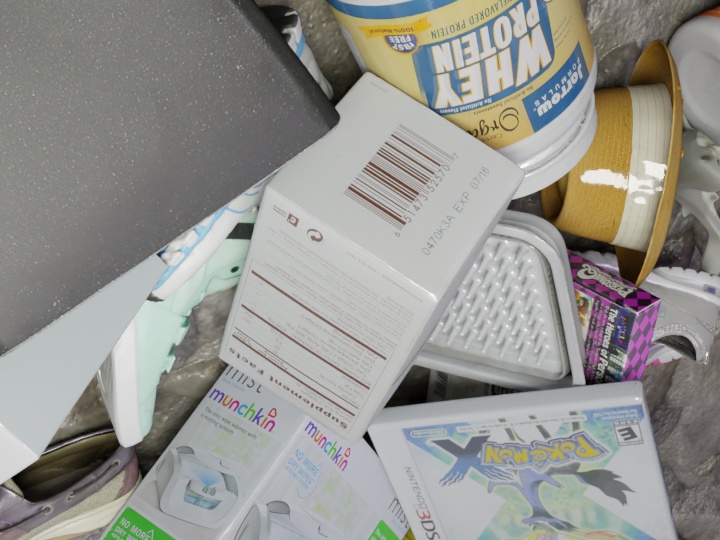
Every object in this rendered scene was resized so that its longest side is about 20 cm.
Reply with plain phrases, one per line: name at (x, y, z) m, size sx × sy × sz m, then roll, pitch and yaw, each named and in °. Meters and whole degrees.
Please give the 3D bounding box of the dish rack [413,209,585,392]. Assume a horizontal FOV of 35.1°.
dish rack at (0.067, 0.009, 0.814) m, size 0.044 × 0.200 × 0.172 m, roll -54°, pitch 141°, yaw -34°

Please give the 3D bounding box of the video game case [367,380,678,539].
video game case at (0.124, 0.162, 0.851) m, size 0.200 × 0.022 × 0.183 m, roll -9°, pitch 127°, yaw 18°

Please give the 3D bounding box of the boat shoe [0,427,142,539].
boat shoe at (-0.241, 0.158, 0.769) m, size 0.200 × 0.072 × 0.065 m, roll -16°, pitch 123°, yaw -30°

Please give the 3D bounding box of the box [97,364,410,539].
box at (-0.068, 0.190, 0.856) m, size 0.177 × 0.097 × 0.200 m, roll -53°, pitch 139°, yaw -17°

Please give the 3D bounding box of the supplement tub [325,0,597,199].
supplement tub at (0.066, -0.154, 0.714) m, size 0.145 × 0.145 × 0.200 m, roll -38°, pitch 134°, yaw -7°

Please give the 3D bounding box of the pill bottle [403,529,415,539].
pill bottle at (0.079, 0.278, 1.044) m, size 0.200 × 0.111 × 0.111 m, roll -14°, pitch 127°, yaw -27°

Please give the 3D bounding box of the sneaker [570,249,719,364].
sneaker at (0.208, 0.033, 0.943) m, size 0.200 × 0.075 × 0.082 m, roll 6°, pitch 76°, yaw -6°

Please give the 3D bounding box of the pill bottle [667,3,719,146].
pill bottle at (0.356, -0.187, 0.919) m, size 0.200 × 0.113 × 0.113 m, roll -29°, pitch 132°, yaw -16°

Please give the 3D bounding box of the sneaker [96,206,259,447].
sneaker at (-0.114, 0.028, 0.758) m, size 0.118 × 0.074 × 0.201 m, roll -5°, pitch 120°, yaw -25°

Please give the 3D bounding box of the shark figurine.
shark figurine at (0.265, -0.062, 0.963) m, size 0.089 × 0.128 × 0.214 m, roll -34°, pitch 148°, yaw 7°

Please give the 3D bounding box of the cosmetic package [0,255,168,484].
cosmetic package at (-0.207, 0.069, 0.616) m, size 0.200 × 0.151 × 0.052 m, roll -32°, pitch 113°, yaw 36°

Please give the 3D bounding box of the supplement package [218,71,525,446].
supplement package at (0.000, 0.000, 0.718) m, size 0.117 × 0.117 × 0.200 m, roll -54°, pitch 173°, yaw -33°

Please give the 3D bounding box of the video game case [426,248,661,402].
video game case at (0.133, 0.068, 0.889) m, size 0.036 × 0.181 × 0.200 m, roll -24°, pitch 132°, yaw -36°

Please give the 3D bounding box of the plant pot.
plant pot at (-0.164, -0.111, 0.562) m, size 0.200 × 0.199 × 0.178 m, roll -36°, pitch 121°, yaw -9°

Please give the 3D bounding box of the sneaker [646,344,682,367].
sneaker at (0.218, 0.064, 1.026) m, size 0.200 × 0.081 × 0.088 m, roll -36°, pitch 130°, yaw -19°

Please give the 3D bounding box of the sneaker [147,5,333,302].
sneaker at (-0.069, -0.059, 0.690) m, size 0.087 × 0.075 × 0.200 m, roll 48°, pitch 62°, yaw -42°

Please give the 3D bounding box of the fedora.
fedora at (0.181, -0.080, 0.852) m, size 0.082 × 0.201 × 0.201 m, roll 7°, pitch 122°, yaw 2°
